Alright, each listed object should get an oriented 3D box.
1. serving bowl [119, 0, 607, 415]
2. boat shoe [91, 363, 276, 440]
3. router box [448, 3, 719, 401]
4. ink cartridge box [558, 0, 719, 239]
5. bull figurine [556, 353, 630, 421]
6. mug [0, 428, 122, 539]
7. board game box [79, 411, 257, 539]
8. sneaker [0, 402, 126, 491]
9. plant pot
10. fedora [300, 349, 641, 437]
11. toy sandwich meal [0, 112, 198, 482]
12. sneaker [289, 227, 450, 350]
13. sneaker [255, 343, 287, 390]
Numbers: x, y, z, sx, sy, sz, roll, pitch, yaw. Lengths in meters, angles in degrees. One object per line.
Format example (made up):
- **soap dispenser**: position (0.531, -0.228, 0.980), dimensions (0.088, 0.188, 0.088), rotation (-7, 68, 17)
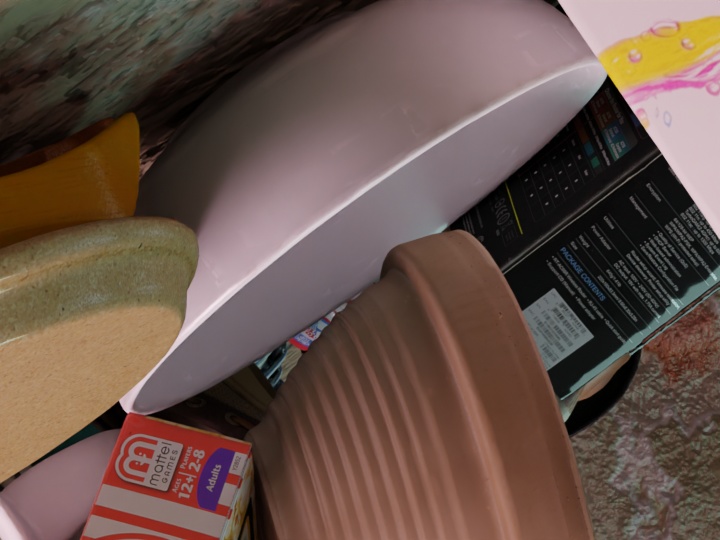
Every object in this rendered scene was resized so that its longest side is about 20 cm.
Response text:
- **serving bowl**: position (-0.014, -0.035, 0.695), dimensions (0.199, 0.066, 0.200), rotation (-35, 172, -5)
- **boat shoe**: position (-0.044, 0.092, 0.837), dimensions (0.072, 0.200, 0.072), rotation (-32, 160, -45)
- **router box**: position (0.107, -0.055, 0.816), dimensions (0.149, 0.062, 0.200), rotation (-38, -159, 13)
- **ink cartridge box**: position (0.155, -0.088, 0.609), dimensions (0.144, 0.201, 0.147), rotation (-36, 173, 23)
- **bull figurine**: position (0.059, 0.042, 0.919), dimensions (0.122, 0.065, 0.200), rotation (-49, -176, -16)
- **mug**: position (-0.148, 0.134, 0.756), dimensions (0.200, 0.148, 0.176), rotation (-43, 165, -10)
- **board game box**: position (-0.075, 0.165, 0.710), dimensions (0.201, 0.046, 0.152), rotation (92, 13, -57)
- **sneaker**: position (-0.180, 0.118, 0.877), dimensions (0.200, 0.072, 0.080), rotation (-40, 169, 5)
- **plant pot**: position (0.015, 0.093, 0.709), dimensions (0.092, 0.203, 0.201), rotation (-13, 169, -9)
- **fedora**: position (0.065, 0.009, 1.123), dimensions (0.200, 0.200, 0.092), rotation (-31, 141, -35)
- **toy sandwich meal**: position (-0.127, 0.020, 0.543), dimensions (0.204, 0.071, 0.205), rotation (-30, 170, -6)
- **sneaker**: position (0.000, 0.000, 0.963), dimensions (0.112, 0.071, 0.200), rotation (-40, 175, 4)
- **sneaker**: position (-0.061, 0.049, 0.935), dimensions (0.077, 0.085, 0.200), rotation (-30, 170, -39)
